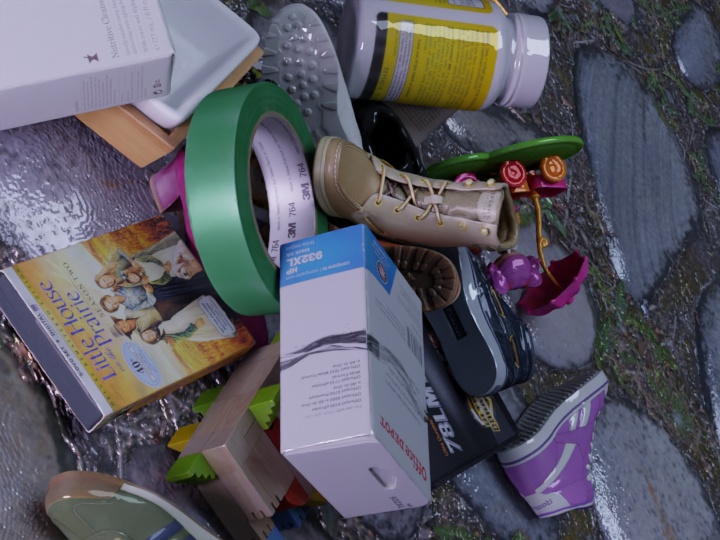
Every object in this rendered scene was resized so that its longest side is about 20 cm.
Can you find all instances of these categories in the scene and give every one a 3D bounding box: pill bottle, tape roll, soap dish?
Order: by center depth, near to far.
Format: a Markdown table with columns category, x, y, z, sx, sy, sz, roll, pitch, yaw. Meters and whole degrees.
| category | x | y | z | sx | sy | sz | roll | pitch | yaw |
| --- | --- | --- | --- | --- | --- | --- | --- | --- | --- |
| tape roll | -0.087 | -0.062 | 1.336 | 0.200 | 0.048 | 0.201 | -7 | 90 | -70 |
| soap dish | -0.194 | -0.192 | 1.382 | 0.157 | 0.081 | 0.200 | 38 | 39 | -4 |
| pill bottle | 0.083 | -0.222 | 1.557 | 0.200 | 0.114 | 0.114 | 5 | 56 | -13 |

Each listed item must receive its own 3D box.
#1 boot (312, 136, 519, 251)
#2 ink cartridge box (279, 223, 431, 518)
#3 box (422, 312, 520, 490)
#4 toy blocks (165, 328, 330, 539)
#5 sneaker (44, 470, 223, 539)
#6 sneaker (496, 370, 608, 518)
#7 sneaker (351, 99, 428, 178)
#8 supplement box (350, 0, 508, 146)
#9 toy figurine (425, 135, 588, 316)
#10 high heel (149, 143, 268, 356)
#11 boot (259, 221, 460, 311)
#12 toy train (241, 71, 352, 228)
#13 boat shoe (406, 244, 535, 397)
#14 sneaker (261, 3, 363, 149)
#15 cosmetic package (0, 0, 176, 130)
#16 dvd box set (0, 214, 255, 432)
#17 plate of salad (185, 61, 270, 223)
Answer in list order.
| category | x | y | z | sx | sy | sz | roll | pitch | yaw |
| --- | --- | --- | --- | --- | --- | --- | --- | --- | --- |
| boot | 0.054 | -0.067 | 1.418 | 0.200 | 0.155 | 0.073 | 43 | 57 | -59 |
| ink cartridge box | -0.004 | 0.087 | 1.292 | 0.145 | 0.084 | 0.200 | 54 | 28 | -53 |
| box | 0.050 | 0.111 | 1.508 | 0.198 | 0.050 | 0.200 | -17 | 78 | -55 |
| toy blocks | -0.071 | 0.159 | 1.303 | 0.137 | 0.100 | 0.200 | 58 | 33 | -21 |
| sneaker | -0.154 | 0.230 | 1.154 | 0.200 | 0.067 | 0.090 | 37 | 35 | -32 |
| sneaker | 0.223 | 0.193 | 1.644 | 0.200 | 0.073 | 0.114 | -38 | 100 | -45 |
| sneaker | 0.040 | -0.081 | 1.571 | 0.200 | 0.076 | 0.091 | 62 | -9 | -11 |
| supplement box | 0.065 | -0.225 | 1.649 | 0.126 | 0.200 | 0.074 | 50 | -8 | -12 |
| toy figurine | 0.179 | -0.039 | 1.724 | 0.200 | 0.150 | 0.184 | -8 | 79 | -29 |
| high heel | -0.112 | -0.024 | 1.367 | 0.067 | 0.096 | 0.200 | -8 | 71 | -52 |
| boot | 0.000 | 0.000 | 1.460 | 0.107 | 0.200 | 0.075 | 7 | 97 | -77 |
| toy train | -0.066 | -0.104 | 1.456 | 0.200 | 0.046 | 0.034 | 60 | 37 | -31 |
| boat shoe | 0.109 | 0.030 | 1.549 | 0.091 | 0.071 | 0.200 | -5 | 72 | -56 |
| sneaker | -0.043 | -0.167 | 1.504 | 0.081 | 0.076 | 0.200 | -69 | 147 | -64 |
| cosmetic package | -0.260 | -0.184 | 1.233 | 0.200 | 0.081 | 0.113 | -15 | 74 | -15 |
| dvd box set | -0.192 | 0.037 | 1.267 | 0.146 | 0.029 | 0.200 | 53 | 35 | 9 |
| plate of salad | -0.098 | -0.138 | 1.511 | 0.200 | 0.048 | 0.200 | 29 | 45 | -34 |
